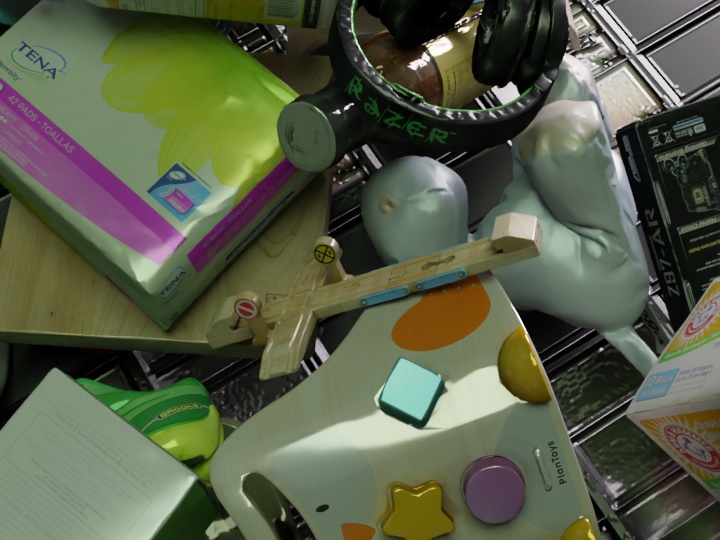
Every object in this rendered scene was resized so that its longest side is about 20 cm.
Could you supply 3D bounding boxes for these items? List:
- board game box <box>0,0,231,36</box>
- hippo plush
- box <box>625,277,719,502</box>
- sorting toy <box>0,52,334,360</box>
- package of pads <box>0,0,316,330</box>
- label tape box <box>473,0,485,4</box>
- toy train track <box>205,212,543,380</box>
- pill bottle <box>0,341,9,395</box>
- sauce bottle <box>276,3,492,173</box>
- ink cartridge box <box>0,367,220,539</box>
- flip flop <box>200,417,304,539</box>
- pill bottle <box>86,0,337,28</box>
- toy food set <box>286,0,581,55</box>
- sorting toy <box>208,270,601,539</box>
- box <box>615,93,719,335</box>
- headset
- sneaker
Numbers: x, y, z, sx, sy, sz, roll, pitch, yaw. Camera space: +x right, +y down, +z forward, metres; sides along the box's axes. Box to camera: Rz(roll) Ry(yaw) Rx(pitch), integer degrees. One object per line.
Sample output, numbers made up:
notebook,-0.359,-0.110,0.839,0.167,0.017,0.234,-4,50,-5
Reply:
board game box,-0.182,-0.211,0.980,0.197,0.028,0.137,15,66,10
hippo plush,0.087,-0.018,0.834,0.159,0.160,0.203,-17,106,14
box,0.258,0.096,0.724,0.200,0.112,0.102,42,70,-7
sorting toy,-0.115,-0.036,0.869,0.195,0.070,0.203,3,65,5
package of pads,-0.133,-0.087,0.818,0.199,0.068,0.155,38,72,19
label tape box,0.056,-0.238,0.868,0.142,0.064,0.201,-15,34,-8
toy train track,0.000,0.000,0.737,0.197,0.033,0.115,-16,28,22
pill bottle,-0.319,0.040,0.821,0.197,0.109,0.110,-9,64,-1
sauce bottle,0.023,-0.111,0.800,0.066,0.067,0.199,36,40,18
ink cartridge box,-0.174,0.162,0.689,0.103,0.060,0.201,32,72,20
flip flop,-0.054,0.168,0.774,0.080,0.058,0.202,-23,65,-8
pill bottle,-0.105,-0.203,0.778,0.197,0.112,0.114,5,64,-6
toy food set,0.044,-0.196,0.952,0.196,0.061,0.145,-5,53,-1
sorting toy,0.021,0.121,0.718,0.178,0.107,0.203,-22,100,-5
box,0.272,-0.039,0.828,0.197,0.044,0.163,-18,90,-6
headset,0.063,-0.154,0.743,0.122,0.094,0.201,28,53,5
sneaker,-0.171,0.113,0.802,0.197,0.075,0.084,-12,39,8
